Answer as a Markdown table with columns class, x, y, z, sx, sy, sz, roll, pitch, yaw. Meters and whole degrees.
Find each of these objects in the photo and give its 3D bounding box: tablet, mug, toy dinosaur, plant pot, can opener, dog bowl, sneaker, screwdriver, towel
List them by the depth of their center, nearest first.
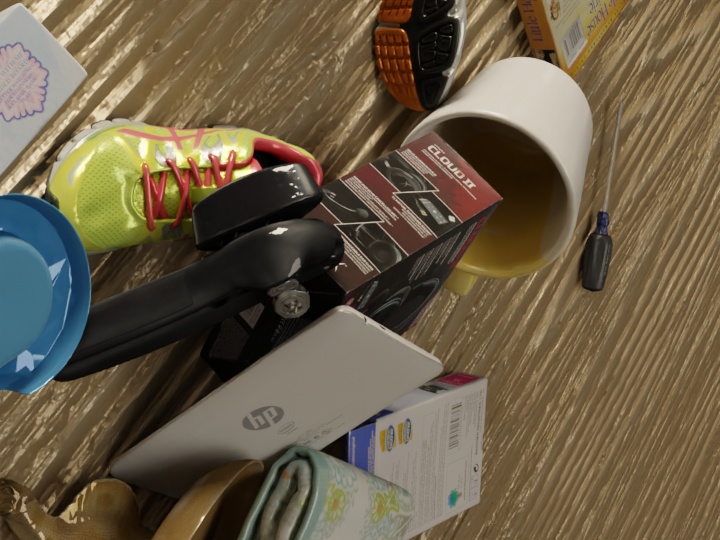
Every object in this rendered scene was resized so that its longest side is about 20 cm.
| class | x | y | z | sx | sy | sz | roll | pitch | yaw |
| --- | --- | --- | --- | --- | --- | --- | --- | --- | --- |
| dog bowl | -0.230 | 0.034 | 0.618 | 0.200 | 0.049 | 0.112 | -39 | 127 | -39 |
| can opener | -0.101 | 0.015 | 0.702 | 0.199 | 0.079 | 0.063 | -29 | 151 | 7 |
| sneaker | -0.101 | -0.054 | 0.734 | 0.199 | 0.090 | 0.079 | -21 | 116 | -48 |
| toy dinosaur | -0.159 | 0.179 | 0.739 | 0.199 | 0.058 | 0.102 | 25 | 81 | -50 |
| plant pot | -0.120 | 0.208 | 0.766 | 0.200 | 0.027 | 0.201 | 90 | 26 | -66 |
| tablet | -0.053 | 0.097 | 0.786 | 0.130 | 0.199 | 0.014 | 32 | 28 | -51 |
| towel | -0.044 | 0.232 | 0.854 | 0.201 | 0.048 | 0.171 | -63 | 151 | -7 |
| sneaker | 0.065 | -0.225 | 0.929 | 0.092 | 0.075 | 0.202 | -17 | 115 | -57 |
| mug | 0.109 | -0.090 | 0.989 | 0.150 | 0.186 | 0.153 | 47 | 41 | -12 |
| screwdriver | 0.253 | -0.078 | 1.249 | 0.029 | 0.028 | 0.202 | 1 | 97 | -23 |

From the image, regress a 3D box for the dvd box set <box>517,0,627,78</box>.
| class | x | y | z | sx | sy | sz | roll | pitch | yaw |
| --- | --- | --- | --- | --- | --- | --- | --- | --- | --- |
| dvd box set | 0.181 | -0.291 | 1.082 | 0.147 | 0.029 | 0.201 | -53 | 134 | -31 |

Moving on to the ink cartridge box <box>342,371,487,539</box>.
| class | x | y | z | sx | sy | sz | roll | pitch | yaw |
| --- | --- | --- | --- | --- | --- | --- | --- | --- | --- |
| ink cartridge box | 0.038 | 0.164 | 1.014 | 0.199 | 0.042 | 0.121 | -13 | 109 | -53 |

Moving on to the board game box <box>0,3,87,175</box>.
| class | x | y | z | sx | sy | sz | roll | pitch | yaw |
| --- | --- | --- | --- | --- | --- | --- | --- | --- | --- |
| board game box | -0.227 | -0.011 | 0.490 | 0.041 | 0.199 | 0.200 | 48 | 59 | -27 |

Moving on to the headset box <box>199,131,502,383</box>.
| class | x | y | z | sx | sy | sz | roll | pitch | yaw |
| --- | --- | --- | --- | --- | --- | --- | --- | --- | --- |
| headset box | 0.000 | 0.000 | 0.836 | 0.199 | 0.077 | 0.149 | -29 | 159 | -45 |
